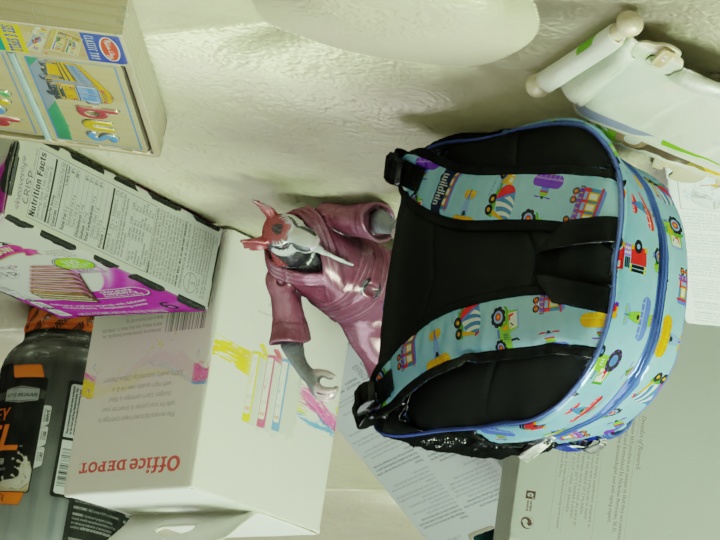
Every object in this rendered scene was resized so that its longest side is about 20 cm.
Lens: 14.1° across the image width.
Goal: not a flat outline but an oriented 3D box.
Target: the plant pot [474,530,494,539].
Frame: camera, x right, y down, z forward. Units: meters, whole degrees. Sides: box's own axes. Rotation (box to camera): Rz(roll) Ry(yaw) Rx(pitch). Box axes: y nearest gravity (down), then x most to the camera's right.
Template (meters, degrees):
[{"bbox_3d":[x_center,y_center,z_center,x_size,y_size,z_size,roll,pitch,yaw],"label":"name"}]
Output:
[{"bbox_3d":[0.205,0.169,2.089,0.195,0.202,0.200,7,166,-23],"label":"plant pot"}]

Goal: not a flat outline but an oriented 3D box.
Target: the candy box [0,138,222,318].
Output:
[{"bbox_3d":[-0.202,-0.027,1.830,0.136,0.061,0.200,-3,160,38],"label":"candy box"}]

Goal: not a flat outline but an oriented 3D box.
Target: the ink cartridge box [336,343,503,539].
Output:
[{"bbox_3d":[0.056,0.121,2.044,0.200,0.043,0.196,50,157,-3],"label":"ink cartridge box"}]

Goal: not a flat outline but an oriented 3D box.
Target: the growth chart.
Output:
[{"bbox_3d":[0.183,-0.073,1.504,0.199,0.018,0.145,23,161,-20],"label":"growth chart"}]

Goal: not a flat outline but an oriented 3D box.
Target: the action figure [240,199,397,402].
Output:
[{"bbox_3d":[0.000,0.000,1.815,0.200,0.134,0.149,35,-166,-34],"label":"action figure"}]

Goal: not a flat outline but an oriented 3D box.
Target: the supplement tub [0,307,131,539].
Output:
[{"bbox_3d":[-0.215,0.134,2.140,0.122,0.201,0.123,7,163,2],"label":"supplement tub"}]

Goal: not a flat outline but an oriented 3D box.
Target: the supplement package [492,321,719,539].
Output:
[{"bbox_3d":[0.196,0.108,1.849,0.199,0.193,0.147,9,165,-1],"label":"supplement package"}]

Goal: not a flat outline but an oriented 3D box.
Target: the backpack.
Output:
[{"bbox_3d":[0.104,0.011,1.563,0.134,0.184,0.200,16,165,-32],"label":"backpack"}]

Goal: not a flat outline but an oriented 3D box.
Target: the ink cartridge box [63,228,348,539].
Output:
[{"bbox_3d":[-0.101,0.091,1.930,0.128,0.201,0.125,-7,158,44],"label":"ink cartridge box"}]

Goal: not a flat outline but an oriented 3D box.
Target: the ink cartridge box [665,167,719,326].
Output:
[{"bbox_3d":[0.255,-0.032,1.640,0.161,0.050,0.200,5,146,14],"label":"ink cartridge box"}]

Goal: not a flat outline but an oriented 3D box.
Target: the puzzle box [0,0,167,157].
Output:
[{"bbox_3d":[-0.180,-0.112,1.587,0.132,0.026,0.200,7,164,5],"label":"puzzle box"}]
